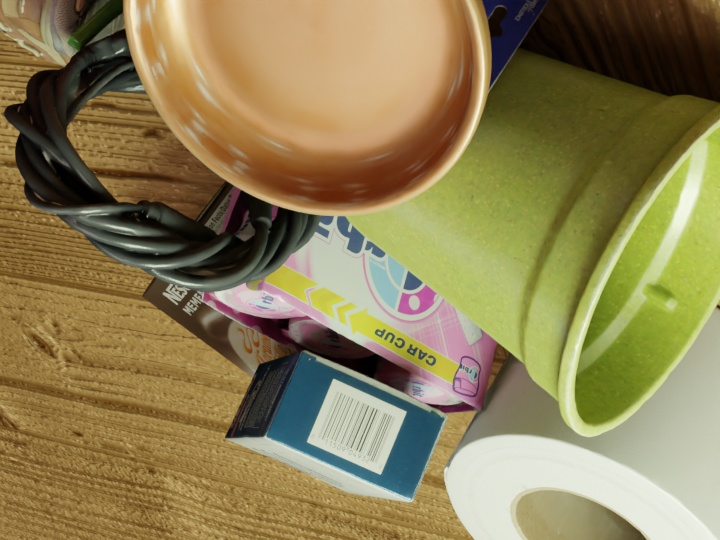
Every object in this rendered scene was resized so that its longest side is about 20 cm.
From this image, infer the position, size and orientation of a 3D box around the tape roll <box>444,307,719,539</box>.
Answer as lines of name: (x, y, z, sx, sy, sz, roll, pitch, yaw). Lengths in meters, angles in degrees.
tape roll: (0.174, 0.122, 1.181, 0.203, 0.139, 0.203, 22, 146, 16)

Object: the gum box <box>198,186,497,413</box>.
gum box: (0.000, 0.000, 1.138, 0.200, 0.114, 0.066, 30, 155, -34)

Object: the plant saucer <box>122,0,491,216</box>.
plant saucer: (-0.025, -0.123, 0.933, 0.200, 0.037, 0.200, 12, 124, 18)

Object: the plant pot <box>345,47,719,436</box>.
plant pot: (0.098, -0.040, 1.010, 0.184, 0.200, 0.200, 31, 150, 26)

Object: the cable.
cable: (-0.106, -0.057, 1.004, 0.051, 0.200, 0.163, -35, 91, 38)

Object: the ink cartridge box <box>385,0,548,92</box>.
ink cartridge box: (0.003, -0.178, 0.970, 0.200, 0.095, 0.037, 32, 145, 2)

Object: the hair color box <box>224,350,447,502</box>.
hair color box: (-0.020, 0.100, 1.169, 0.100, 0.061, 0.200, 25, 170, -8)

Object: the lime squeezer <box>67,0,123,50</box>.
lime squeezer: (-0.133, -0.167, 1.107, 0.038, 0.071, 0.200, 51, -171, -2)

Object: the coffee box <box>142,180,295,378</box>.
coffee box: (-0.042, 0.030, 1.303, 0.200, 0.080, 0.114, 36, 148, -5)

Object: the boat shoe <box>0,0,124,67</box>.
boat shoe: (-0.187, -0.165, 1.126, 0.072, 0.076, 0.200, 21, 175, 1)
